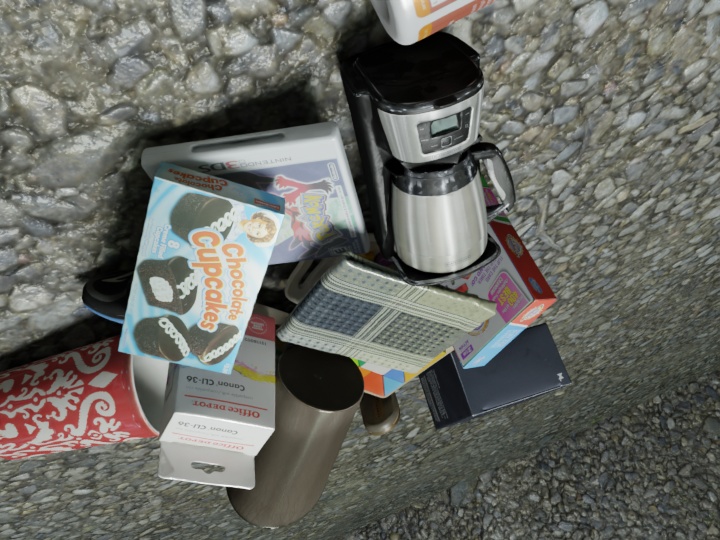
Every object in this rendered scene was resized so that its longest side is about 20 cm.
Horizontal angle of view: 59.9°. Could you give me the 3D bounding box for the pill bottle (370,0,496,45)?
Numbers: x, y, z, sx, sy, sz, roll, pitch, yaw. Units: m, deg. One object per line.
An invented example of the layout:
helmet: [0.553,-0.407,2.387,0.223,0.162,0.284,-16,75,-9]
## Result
pill bottle: [0.095,-0.257,0.450,0.199,0.113,0.112,-26,150,2]

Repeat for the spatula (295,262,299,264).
spatula: [-0.073,-0.060,0.733,0.056,0.021,0.201,-18,150,-14]

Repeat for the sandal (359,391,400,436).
sandal: [0.011,0.179,1.016,0.081,0.201,0.055,-29,124,11]

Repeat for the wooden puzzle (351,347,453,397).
wooden puzzle: [0.030,0.117,0.862,0.199,0.037,0.185,21,131,-36]

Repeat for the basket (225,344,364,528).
basket: [-0.079,0.201,0.810,0.201,0.135,0.180,-66,173,33]

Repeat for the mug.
mug: [-0.332,0.168,0.774,0.198,0.134,0.178,-14,139,4]

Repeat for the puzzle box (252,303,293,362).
puzzle box: [-0.172,0.089,0.832,0.199,0.026,0.133,21,130,-27]

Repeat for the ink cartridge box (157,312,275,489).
ink cartridge box: [-0.161,0.138,0.719,0.116,0.201,0.068,15,133,-23]

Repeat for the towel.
towel: [0.027,0.054,0.726,0.199,0.035,0.193,18,142,-21]

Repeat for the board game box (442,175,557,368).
board game box: [0.143,0.000,0.803,0.040,0.201,0.153,-1,144,-34]

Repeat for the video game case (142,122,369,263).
video game case: [-0.094,-0.065,0.638,0.180,0.023,0.200,-6,151,7]

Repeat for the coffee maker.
coffee maker: [0.047,-0.115,0.611,0.134,0.192,0.201,-34,134,-25]

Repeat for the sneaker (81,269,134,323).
sneaker: [-0.209,0.005,0.667,0.198,0.071,0.083,-7,133,16]

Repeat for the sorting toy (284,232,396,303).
sorting toy: [0.000,0.000,0.813,0.179,0.107,0.200,3,141,-28]

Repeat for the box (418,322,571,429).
box: [0.234,0.196,1.134,0.195,0.118,0.200,-13,163,-17]

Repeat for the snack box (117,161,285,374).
snack box: [-0.154,0.006,0.597,0.115,0.037,0.201,15,121,-15]
